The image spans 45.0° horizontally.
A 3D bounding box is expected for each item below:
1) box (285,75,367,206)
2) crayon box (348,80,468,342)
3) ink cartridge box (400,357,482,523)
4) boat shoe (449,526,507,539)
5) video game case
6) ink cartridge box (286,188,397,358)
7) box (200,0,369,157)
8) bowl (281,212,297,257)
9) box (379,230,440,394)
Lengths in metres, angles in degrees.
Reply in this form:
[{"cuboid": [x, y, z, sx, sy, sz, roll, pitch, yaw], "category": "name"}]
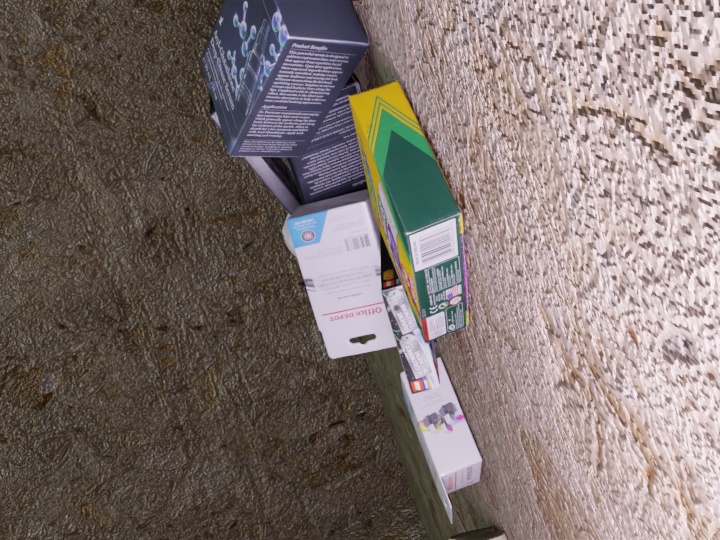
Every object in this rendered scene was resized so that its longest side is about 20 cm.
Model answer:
[{"cuboid": [-0.052, -0.187, 1.247, 0.201, 0.122, 0.200, -116, 5, -59], "category": "box"}, {"cuboid": [0.050, -0.055, 0.871, 0.201, 0.057, 0.175, 76, 174, -56], "category": "crayon box"}, {"cuboid": [0.122, 0.244, 1.247, 0.116, 0.066, 0.203, 78, 173, -63], "category": "ink cartridge box"}, {"cuboid": [0.177, 0.421, 1.278, 0.200, 0.073, 0.070, 94, 161, -78], "category": "boat shoe"}, {"cuboid": [-0.163, -0.189, 1.353, 0.201, 0.025, 0.181, 51, -173, -23], "category": "video game case"}, {"cuboid": [-0.013, 0.005, 1.169, 0.067, 0.113, 0.204, -64, -39, -68], "category": "ink cartridge box"}, {"cuboid": [-0.095, -0.252, 1.012, 0.200, 0.105, 0.151, -51, 52, 47], "category": "box"}, {"cuboid": [-0.083, -0.117, 1.549, 0.200, 0.073, 0.204, -122, 53, -84], "category": "bowl"}, {"cuboid": [0.058, 0.037, 1.066, 0.201, 0.039, 0.140, -87, -19, -66], "category": "box"}]
